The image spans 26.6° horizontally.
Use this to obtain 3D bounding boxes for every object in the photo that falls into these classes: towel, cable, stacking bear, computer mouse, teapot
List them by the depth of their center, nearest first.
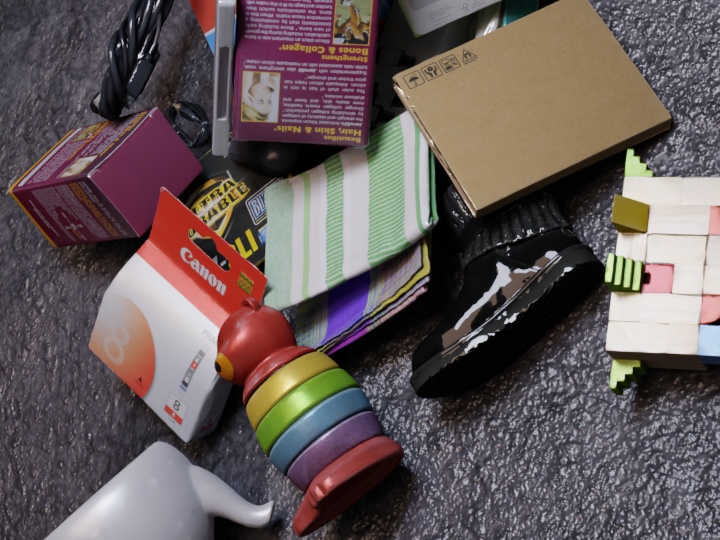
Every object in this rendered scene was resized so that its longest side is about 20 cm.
[{"bbox_3d":[-0.061,0.119,1.385,0.113,0.122,0.200,-29,72,-26],"label":"stacking bear"},{"bbox_3d":[-0.013,-0.057,1.428,0.199,0.023,0.154,-25,49,30],"label":"towel"},{"bbox_3d":[0.000,0.000,1.437,0.200,0.023,0.144,-35,39,36],"label":"towel"},{"bbox_3d":[-0.211,0.273,1.443,0.146,0.197,0.200,50,139,0],"label":"teapot"},{"bbox_3d":[-0.136,-0.142,1.563,0.199,0.034,0.059,20,84,38],"label":"computer mouse"},{"bbox_3d":[-0.228,-0.251,1.575,0.051,0.163,0.201,28,88,-3],"label":"cable"}]

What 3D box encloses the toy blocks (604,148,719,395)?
[{"bbox_3d":[0.280,0.003,1.249,0.136,0.100,0.202,2,73,24],"label":"toy blocks"}]

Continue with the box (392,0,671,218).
[{"bbox_3d":[0.152,-0.151,1.365,0.199,0.021,0.164,-25,63,-9],"label":"box"}]

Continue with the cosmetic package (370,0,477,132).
[{"bbox_3d":[0.057,-0.208,1.502,0.082,0.051,0.201,17,82,37],"label":"cosmetic package"}]

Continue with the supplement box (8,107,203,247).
[{"bbox_3d":[-0.270,-0.095,1.605,0.199,0.086,0.110,-4,40,54],"label":"supplement box"}]

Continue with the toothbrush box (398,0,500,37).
[{"bbox_3d":[0.087,-0.335,1.456,0.145,0.086,0.201,-22,41,10],"label":"toothbrush box"}]

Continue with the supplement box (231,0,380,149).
[{"bbox_3d":[-0.051,-0.225,1.400,0.103,0.130,0.201,-98,12,-59],"label":"supplement box"}]

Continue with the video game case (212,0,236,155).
[{"bbox_3d":[-0.128,-0.227,1.431,0.018,0.201,0.144,1,53,-7],"label":"video game case"}]

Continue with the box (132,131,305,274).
[{"bbox_3d":[-0.138,-0.045,1.578,0.200,0.049,0.160,-38,57,17],"label":"box"}]

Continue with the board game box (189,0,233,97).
[{"bbox_3d":[-0.076,-0.283,1.540,0.200,0.040,0.154,-41,60,27],"label":"board game box"}]

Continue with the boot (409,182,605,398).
[{"bbox_3d":[0.103,0.001,1.370,0.211,0.079,0.158,-39,59,7],"label":"boot"}]

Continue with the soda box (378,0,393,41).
[{"bbox_3d":[-0.048,-0.265,1.589,0.199,0.064,0.068,23,86,39],"label":"soda box"}]

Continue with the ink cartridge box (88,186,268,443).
[{"bbox_3d":[-0.182,0.046,1.497,0.162,0.050,0.201,40,130,25],"label":"ink cartridge box"}]

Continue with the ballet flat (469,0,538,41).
[{"bbox_3d":[0.128,-0.198,1.449,0.069,0.069,0.202,-3,67,34],"label":"ballet flat"}]
